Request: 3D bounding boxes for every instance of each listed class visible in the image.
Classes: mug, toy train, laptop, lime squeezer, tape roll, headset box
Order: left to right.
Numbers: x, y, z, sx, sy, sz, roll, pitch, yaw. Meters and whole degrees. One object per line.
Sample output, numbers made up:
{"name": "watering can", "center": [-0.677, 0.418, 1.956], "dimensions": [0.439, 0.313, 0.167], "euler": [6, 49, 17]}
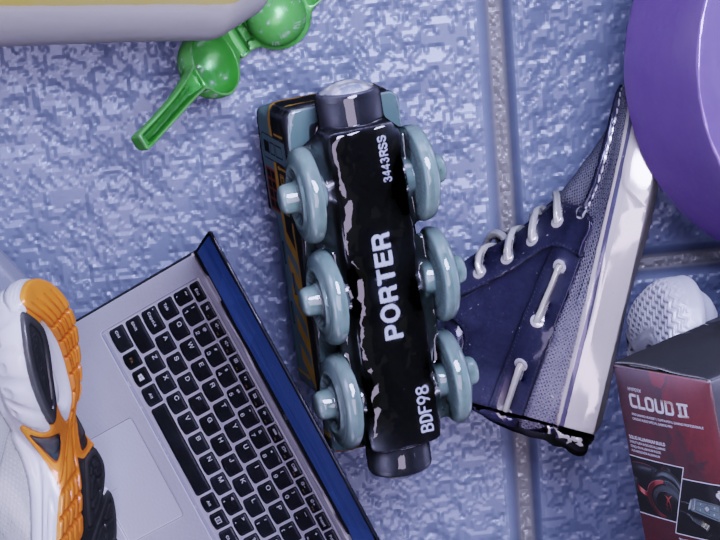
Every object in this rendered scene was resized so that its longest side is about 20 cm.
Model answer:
{"name": "mug", "center": [-0.113, -0.169, 1.351], "dimensions": [0.152, 0.187, 0.150], "euler": [6, 100, -15]}
{"name": "laptop", "center": [-0.077, 0.094, 1.387], "dimensions": [0.200, 0.116, 0.188], "euler": [-29, 89, 28]}
{"name": "lime squeezer", "center": [-0.051, -0.121, 1.427], "dimensions": [0.200, 0.071, 0.038], "euler": [-38, 91, -23]}
{"name": "toy train", "center": [0.000, 0.000, 1.428], "dimensions": [0.085, 0.114, 0.201], "euler": [-13, 106, -14]}
{"name": "headset box", "center": [0.211, 0.099, 1.393], "dimensions": [0.148, 0.075, 0.201], "euler": [-20, 106, -32]}
{"name": "tape roll", "center": [0.235, -0.102, 1.409], "dimensions": [0.199, 0.085, 0.201], "euler": [-1, 92, -20]}

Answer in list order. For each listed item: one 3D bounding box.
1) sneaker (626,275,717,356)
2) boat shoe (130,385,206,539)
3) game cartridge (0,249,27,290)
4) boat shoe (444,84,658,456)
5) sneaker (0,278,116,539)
{"name": "sneaker", "center": [0.203, 0.072, 1.483], "dimensions": [0.114, 0.075, 0.200], "euler": [-15, 132, -5]}
{"name": "boat shoe", "center": [-0.091, 0.141, 1.504], "dimensions": [0.072, 0.060, 0.201], "euler": [7, 106, -7]}
{"name": "game cartridge", "center": [-0.266, 0.045, 1.474], "dimensions": [0.200, 0.041, 0.133], "euler": [-39, 103, 8]}
{"name": "boat shoe", "center": [0.097, -0.011, 1.469], "dimensions": [0.092, 0.075, 0.201], "euler": [14, 95, 8]}
{"name": "sneaker", "center": [-0.181, 0.098, 1.428], "dimensions": [0.092, 0.076, 0.201], "euler": [-1, 109, 18]}
